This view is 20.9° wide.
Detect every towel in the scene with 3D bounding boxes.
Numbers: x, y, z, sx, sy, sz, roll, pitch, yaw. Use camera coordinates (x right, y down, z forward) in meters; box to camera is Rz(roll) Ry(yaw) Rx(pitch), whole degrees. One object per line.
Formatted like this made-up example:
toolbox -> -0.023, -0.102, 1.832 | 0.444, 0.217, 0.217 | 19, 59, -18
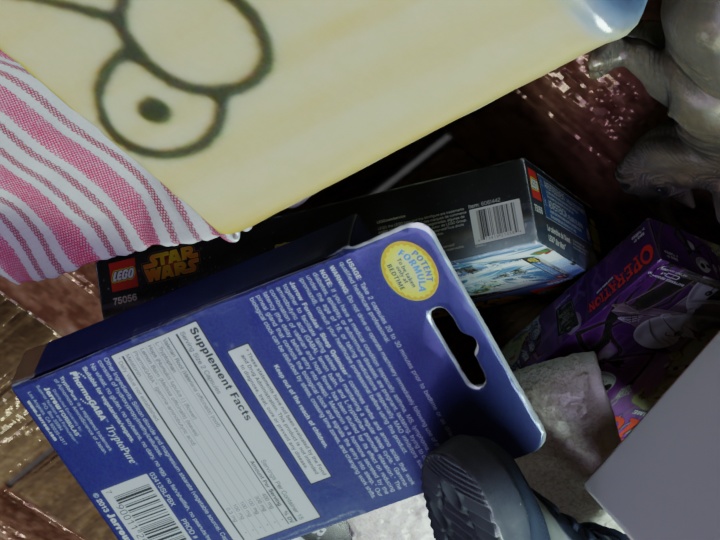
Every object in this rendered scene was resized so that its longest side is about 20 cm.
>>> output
towel -> -0.148, -0.046, 0.790 | 0.146, 0.030, 0.199 | 37, 150, -30
towel -> 0.066, 0.139, 0.898 | 0.131, 0.035, 0.201 | -15, 116, 3

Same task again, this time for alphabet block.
alphabet block -> -0.021, -0.164, 0.658 | 0.195, 0.197, 0.199 | 42, 138, -25

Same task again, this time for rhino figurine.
rhino figurine -> 0.142, -0.087, 0.810 | 0.087, 0.060, 0.201 | 15, 135, 16

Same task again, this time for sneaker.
sneaker -> 0.087, 0.125, 0.828 | 0.082, 0.070, 0.201 | -36, 134, -13

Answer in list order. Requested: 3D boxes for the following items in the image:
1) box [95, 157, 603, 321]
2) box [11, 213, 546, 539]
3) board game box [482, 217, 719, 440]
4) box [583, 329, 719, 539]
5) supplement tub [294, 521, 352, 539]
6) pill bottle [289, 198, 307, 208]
box -> 0.000, 0.000, 0.878 | 0.198, 0.040, 0.137 | -12, 168, 17
box -> -0.032, 0.054, 0.821 | 0.199, 0.032, 0.122 | -21, 115, 21
board game box -> 0.170, 0.047, 0.918 | 0.199, 0.033, 0.120 | 18, 138, -32
box -> 0.209, 0.105, 0.854 | 0.125, 0.098, 0.200 | -49, 140, 7
supplement tub -> 0.046, 0.127, 0.978 | 0.199, 0.123, 0.123 | 29, 129, -17
pill bottle -> -0.095, -0.106, 0.800 | 0.199, 0.113, 0.113 | 28, 129, -17
